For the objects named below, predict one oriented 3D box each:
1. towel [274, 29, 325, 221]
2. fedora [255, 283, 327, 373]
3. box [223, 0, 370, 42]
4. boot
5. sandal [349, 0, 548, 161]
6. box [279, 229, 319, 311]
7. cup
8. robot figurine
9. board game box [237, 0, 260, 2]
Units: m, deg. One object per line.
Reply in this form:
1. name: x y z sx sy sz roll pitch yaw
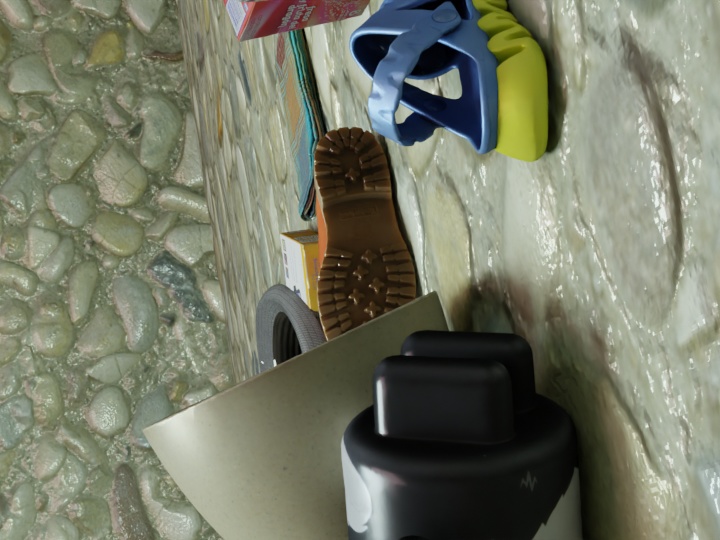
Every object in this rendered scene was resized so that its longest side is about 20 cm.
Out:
1. towel: -0.066 -0.171 1.331 0.147 0.021 0.202 106 154 -63
2. fedora: -0.023 0.094 1.110 0.200 0.089 0.179 -173 74 -72
3. box: -0.028 -0.235 0.748 0.104 0.094 0.200 68 157 13
4. boot: 0.000 0.000 0.995 0.108 0.074 0.202 96 171 -62
5. sandal: 0.033 -0.128 0.672 0.201 0.086 0.080 -109 13 -52
6. box: -0.052 0.021 1.353 0.200 0.041 0.121 -146 48 -79
7. cup: -0.015 0.119 0.773 0.144 0.199 0.200 66 168 2
8. robot figurine: 0.056 0.135 0.650 0.124 0.149 0.202 19 117 59
9. board game box: 0.007 -0.220 0.547 0.097 0.158 0.201 95 163 -47
